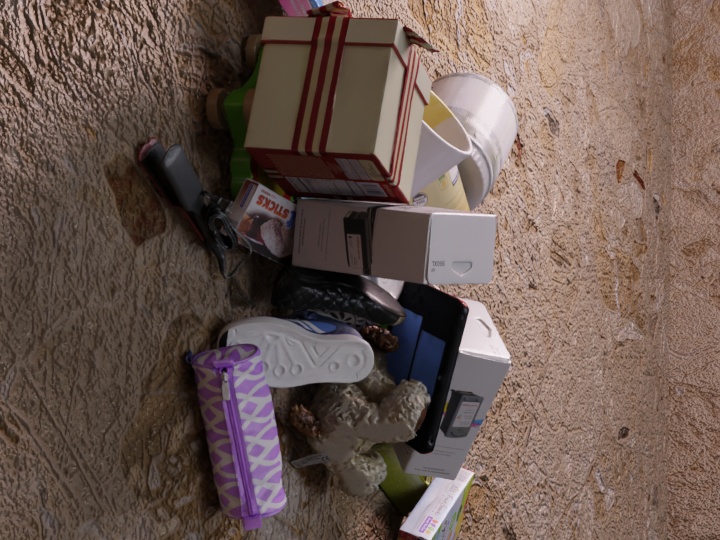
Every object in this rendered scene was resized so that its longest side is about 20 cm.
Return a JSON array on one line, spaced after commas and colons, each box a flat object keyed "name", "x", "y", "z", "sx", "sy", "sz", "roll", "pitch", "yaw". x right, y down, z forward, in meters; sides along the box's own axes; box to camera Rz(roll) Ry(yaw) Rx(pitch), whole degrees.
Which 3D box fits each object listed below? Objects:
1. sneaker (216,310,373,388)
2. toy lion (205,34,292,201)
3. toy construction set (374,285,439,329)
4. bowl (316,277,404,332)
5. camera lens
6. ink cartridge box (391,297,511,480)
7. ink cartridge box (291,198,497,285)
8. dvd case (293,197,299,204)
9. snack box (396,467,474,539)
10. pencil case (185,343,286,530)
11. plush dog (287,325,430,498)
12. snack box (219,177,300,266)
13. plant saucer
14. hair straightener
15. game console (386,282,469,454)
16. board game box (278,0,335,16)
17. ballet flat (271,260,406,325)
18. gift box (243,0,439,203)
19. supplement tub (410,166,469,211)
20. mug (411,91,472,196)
[{"name": "sneaker", "x": -0.092, "y": 0.088, "z": 1.666, "sx": 0.199, "sy": 0.146, "sz": 0.081, "roll": 7, "pitch": 98, "yaw": -21}, {"name": "toy lion", "x": -0.112, "y": -0.160, "z": 1.672, "sx": 0.201, "sy": 0.068, "sz": 0.193, "roll": -65, "pitch": 149, "yaw": -46}, {"name": "toy construction set", "x": 0.087, "y": 0.070, "z": 1.956, "sx": 0.200, "sy": 0.130, "sz": 0.093, "roll": 33, "pitch": 74, "yaw": -64}, {"name": "bowl", "x": 0.000, "y": 0.000, "z": 1.814, "sx": 0.200, "sy": 0.094, "sz": 0.202, "roll": -18, "pitch": 111, "yaw": -62}, {"name": "camera lens", "x": 0.143, "y": -0.191, "z": 2.083, "sx": 0.200, "sy": 0.159, "sz": 0.161, "roll": -62, "pitch": 140, "yaw": -47}, {"name": "ink cartridge box", "x": 0.108, "y": 0.153, "z": 1.834, "sx": 0.148, "sy": 0.085, "sz": 0.201, "roll": -114, "pitch": -140, "yaw": -56}, {"name": "ink cartridge box", "x": 0.041, "y": -0.036, "z": 1.631, "sx": 0.144, "sy": 0.199, "sz": 0.085, "roll": -2, "pitch": 99, "yaw": -52}, {"name": "dvd case", "x": -0.054, "y": -0.173, "z": 1.830, "sx": 0.146, "sy": 0.022, "sz": 0.202, "roll": 8, "pitch": 82, "yaw": -64}, {"name": "snack box", "x": 0.098, "y": 0.386, "z": 1.988, "sx": 0.200, "sy": 0.053, "sz": 0.143, "roll": -42, "pitch": 147, "yaw": -58}, {"name": "pencil case", "x": -0.134, "y": 0.179, "z": 1.544, "sx": 0.086, "sy": 0.083, "sz": 0.201, "roll": -132, "pitch": -150, "yaw": -75}, {"name": "plush dog", "x": -0.011, "y": 0.164, "z": 1.769, "sx": 0.172, "sy": 0.160, "sz": 0.201, "roll": -80, "pitch": -164, "yaw": -52}, {"name": "snack box", "x": -0.093, "y": -0.047, "z": 1.652, "sx": 0.200, "sy": 0.024, "sz": 0.072, "roll": 28, "pitch": 88, "yaw": -59}, {"name": "plant saucer", "x": 0.069, "y": 0.224, "z": 2.006, "sx": 0.200, "sy": 0.048, "sz": 0.201, "roll": 56, "pitch": 38, "yaw": -46}, {"name": "hair straightener", "x": -0.171, "y": -0.060, "z": 1.511, "sx": 0.041, "sy": 0.077, "sz": 0.201, "roll": -52, "pitch": 138, "yaw": -29}, {"name": "game console", "x": 0.072, "y": 0.118, "z": 1.785, "sx": 0.031, "sy": 0.177, "sz": 0.202, "roll": 11, "pitch": 97, "yaw": -22}, {"name": "board game box", "x": -0.048, "y": -0.316, "z": 1.740, "sx": 0.200, "sy": 0.040, "sz": 0.153, "roll": 56, "pitch": 16, "yaw": -30}, {"name": "ballet flat", "x": -0.026, "y": 0.034, "z": 1.705, "sx": 0.199, "sy": 0.057, "sz": 0.067, "roll": 17, "pitch": 26, "yaw": -36}, {"name": "gift box", "x": -0.006, "y": -0.190, "z": 1.590, "sx": 0.185, "sy": 0.198, "sz": 0.188, "roll": 55, "pitch": 42, "yaw": -70}, {"name": "supplement tub", "x": 0.078, "y": -0.094, "z": 1.954, "sx": 0.145, "sy": 0.143, "sz": 0.201, "roll": -59, "pitch": 138, "yaw": -49}, {"name": "mug", "x": 0.042, "y": -0.163, "z": 1.801, "sx": 0.149, "sy": 0.153, "sz": 0.187, "roll": 41, "pitch": 21, "yaw": -14}]
